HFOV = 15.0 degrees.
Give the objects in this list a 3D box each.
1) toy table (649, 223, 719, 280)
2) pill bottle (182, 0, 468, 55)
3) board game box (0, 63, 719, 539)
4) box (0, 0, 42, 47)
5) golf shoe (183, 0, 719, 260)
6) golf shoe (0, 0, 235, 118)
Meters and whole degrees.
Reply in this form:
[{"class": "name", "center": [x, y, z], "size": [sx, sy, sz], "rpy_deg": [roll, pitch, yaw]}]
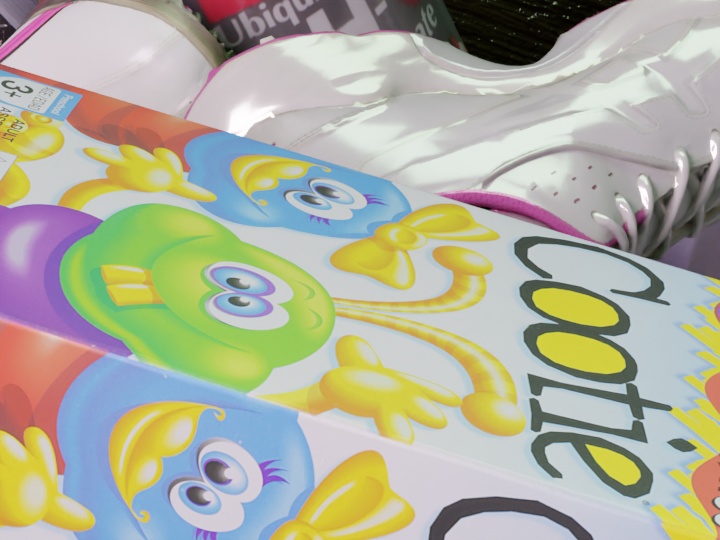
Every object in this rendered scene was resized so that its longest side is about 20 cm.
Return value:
[{"class": "toy table", "center": [0.199, 0.029, 1.127], "size": [0.184, 0.201, 0.117], "rpy_deg": [-29, 40, -29]}, {"class": "pill bottle", "center": [-0.038, -0.096, 0.894], "size": [0.111, 0.111, 0.200], "rpy_deg": [25, -32, 57]}, {"class": "board game box", "center": [-0.005, 0.047, 0.554], "size": [0.199, 0.103, 0.105], "rpy_deg": [17, 28, 2]}, {"class": "box", "center": [-0.199, -0.087, 0.910], "size": [0.199, 0.049, 0.158], "rpy_deg": [-7, -26, 21]}, {"class": "golf shoe", "center": [0.056, -0.019, 0.702], "size": [0.199, 0.075, 0.092], "rpy_deg": [-10, 45, -15]}, {"class": "golf shoe", "center": [-0.115, -0.022, 0.860], "size": [0.073, 0.092, 0.200], "rpy_deg": [45, -44, -19]}]
